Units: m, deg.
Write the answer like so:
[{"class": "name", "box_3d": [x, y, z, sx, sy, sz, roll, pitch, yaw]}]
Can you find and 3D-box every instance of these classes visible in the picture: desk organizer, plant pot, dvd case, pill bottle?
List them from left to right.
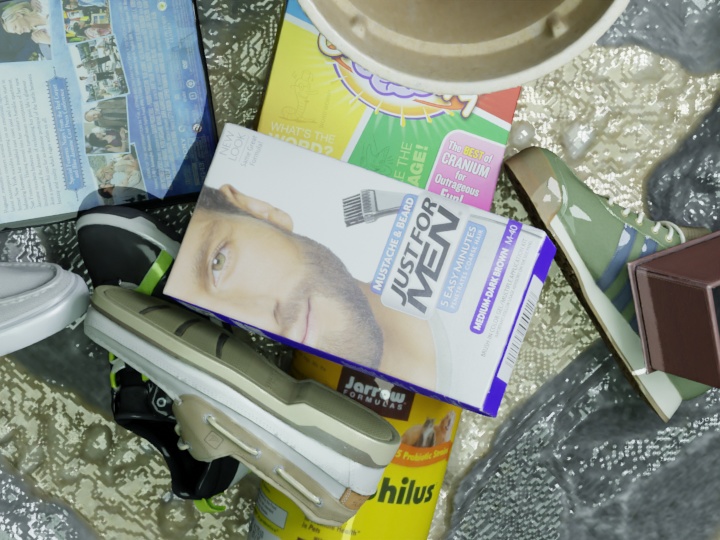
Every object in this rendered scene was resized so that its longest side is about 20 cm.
[{"class": "dvd case", "box_3d": [-0.189, -0.098, 1.503, 0.200, 0.018, 0.143, -9, 106, -3]}, {"class": "pill bottle", "box_3d": [0.004, 0.094, 1.520, 0.109, 0.109, 0.200, 13, 103, -8]}, {"class": "plant pot", "box_3d": [0.051, -0.217, 1.359, 0.200, 0.184, 0.201, -1, 110, -2]}, {"class": "desk organizer", "box_3d": [0.267, 0.006, 1.497, 0.200, 0.077, 0.072, -19, 107, -25]}]

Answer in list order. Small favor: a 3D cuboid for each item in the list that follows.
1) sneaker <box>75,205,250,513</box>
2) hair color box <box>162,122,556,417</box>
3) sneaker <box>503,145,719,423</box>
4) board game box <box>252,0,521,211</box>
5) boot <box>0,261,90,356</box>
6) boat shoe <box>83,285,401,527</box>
[{"class": "sneaker", "box_3d": [-0.120, 0.056, 1.502, 0.072, 0.083, 0.200, -14, 112, 45]}, {"class": "hair color box", "box_3d": [0.000, 0.000, 1.434, 0.200, 0.065, 0.109, 19, 86, 14]}, {"class": "sneaker", "box_3d": [0.172, -0.009, 1.533, 0.090, 0.067, 0.200, -33, 109, -1]}, {"class": "board game box", "box_3d": [0.020, -0.118, 1.503, 0.153, 0.040, 0.200, 12, 103, -7]}, {"class": "boot", "box_3d": [-0.267, 0.004, 1.479, 0.200, 0.074, 0.096, -11, 116, 9]}, {"class": "boat shoe", "box_3d": [-0.079, 0.080, 1.444, 0.200, 0.075, 0.068, 30, 105, 7]}]
